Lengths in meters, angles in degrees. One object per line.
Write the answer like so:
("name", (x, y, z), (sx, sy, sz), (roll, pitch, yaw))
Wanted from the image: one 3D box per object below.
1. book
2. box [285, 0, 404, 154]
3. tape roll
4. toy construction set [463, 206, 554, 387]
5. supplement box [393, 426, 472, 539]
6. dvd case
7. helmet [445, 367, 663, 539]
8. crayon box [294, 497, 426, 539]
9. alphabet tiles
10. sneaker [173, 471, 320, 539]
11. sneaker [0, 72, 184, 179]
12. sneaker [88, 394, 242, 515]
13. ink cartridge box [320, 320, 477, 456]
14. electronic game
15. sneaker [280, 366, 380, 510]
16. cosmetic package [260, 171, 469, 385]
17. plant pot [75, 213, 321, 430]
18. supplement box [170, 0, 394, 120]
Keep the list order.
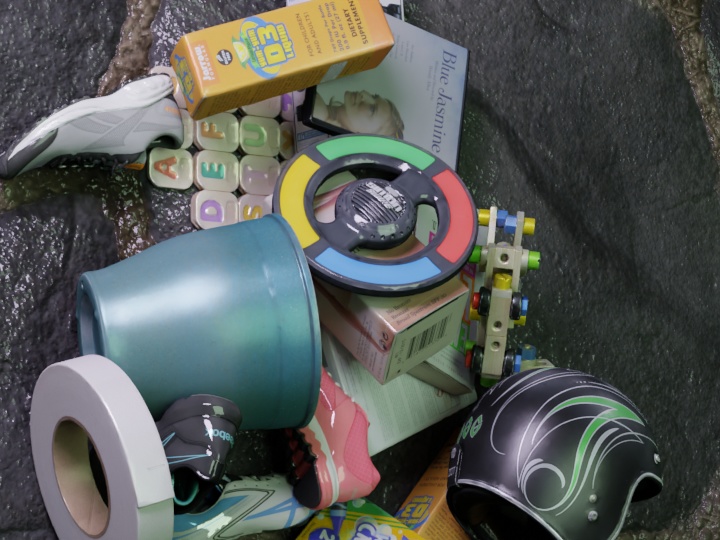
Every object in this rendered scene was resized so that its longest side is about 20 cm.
("book", (0.079, 0.014, 1.684), (0.133, 0.048, 0.201), (30, 58, -43))
("box", (-0.013, -0.216, 1.661), (0.116, 0.060, 0.201), (2, 82, -40))
("tape roll", (-0.224, 0.173, 1.384), (0.037, 0.202, 0.204), (-13, 91, -34))
("toy construction set", (0.147, 0.043, 1.669), (0.091, 0.131, 0.201), (-8, 106, 6))
("supplement box", (0.085, 0.254, 1.665), (0.069, 0.066, 0.200), (47, 60, -20))
("dvd case", (0.030, -0.188, 1.640), (0.199, 0.017, 0.144), (17, 72, -37))
("helmet", (0.196, 0.191, 1.598), (0.200, 0.200, 0.191), (49, 61, -19))
("crayon box", (0.024, 0.312, 1.548), (0.199, 0.052, 0.126), (32, 63, 20))
("alphabet tiles", (-0.123, -0.136, 1.609), (0.195, 0.015, 0.201), (5, 81, -33))
("sneaker", (-0.106, 0.218, 1.536), (0.199, 0.072, 0.073), (-16, 99, -36))
("sneaker", (-0.244, -0.120, 1.485), (0.199, 0.074, 0.080), (-25, 94, -34))
("sneaker", (-0.182, 0.177, 1.414), (0.075, 0.200, 0.080), (23, 50, -33))
("ink cartridge box", (0.028, 0.091, 1.673), (0.200, 0.047, 0.161), (-20, 95, -48))
("electronic game", (0.015, -0.055, 1.529), (0.199, 0.042, 0.201), (6, 49, -7))
("sneaker", (-0.038, 0.139, 1.568), (0.086, 0.074, 0.201), (-1, 59, -28))
("cosmetic package", (0.000, 0.000, 1.565), (0.103, 0.088, 0.200), (-31, 61, -30))
("plant pot", (-0.155, 0.057, 1.462), (0.187, 0.200, 0.201), (-7, 87, -20))
("supplement box", (-0.073, -0.206, 1.522), (0.199, 0.069, 0.067), (-19, 84, -17))
